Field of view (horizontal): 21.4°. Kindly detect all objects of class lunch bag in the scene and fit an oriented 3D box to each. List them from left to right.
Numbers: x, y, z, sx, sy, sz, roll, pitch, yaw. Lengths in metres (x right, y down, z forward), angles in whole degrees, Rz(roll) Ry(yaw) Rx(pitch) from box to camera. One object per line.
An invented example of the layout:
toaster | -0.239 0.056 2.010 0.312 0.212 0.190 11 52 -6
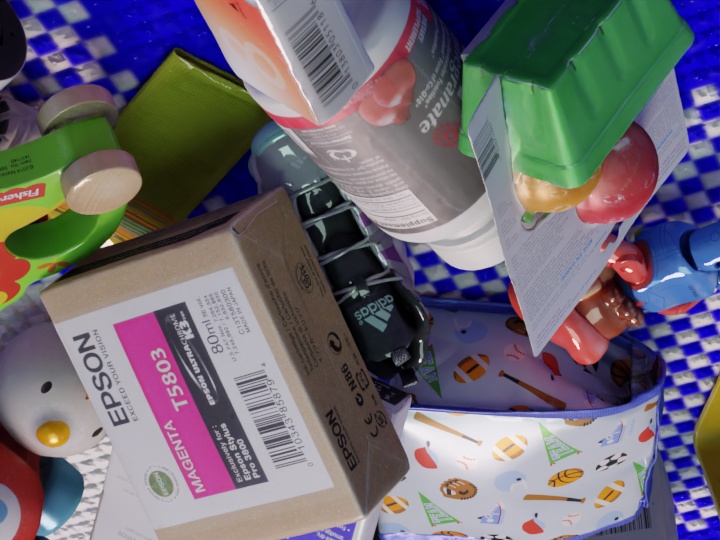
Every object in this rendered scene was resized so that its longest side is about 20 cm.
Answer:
lunch bag | 0.113 0.110 1.352 0.198 0.125 0.171 4 140 7

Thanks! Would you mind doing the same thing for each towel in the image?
towel | -0.135 -0.062 1.223 0.086 0.018 0.200 23 135 -27

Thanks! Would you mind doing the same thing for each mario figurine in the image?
mario figurine | 0.188 -0.017 1.242 0.198 0.106 0.124 -18 115 20

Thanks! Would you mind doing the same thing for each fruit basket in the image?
fruit basket | 0.125 -0.079 1.098 0.093 0.186 0.201 25 152 29

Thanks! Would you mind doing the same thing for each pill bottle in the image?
pill bottle | 0.027 -0.087 1.120 0.110 0.111 0.200 -22 136 25

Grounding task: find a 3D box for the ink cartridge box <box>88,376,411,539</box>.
ink cartridge box | -0.078 0.137 1.285 0.197 0.043 0.202 24 112 20

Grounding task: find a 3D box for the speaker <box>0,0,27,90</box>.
speaker | -0.284 -0.095 1.135 0.081 0.082 0.200 29 132 -31

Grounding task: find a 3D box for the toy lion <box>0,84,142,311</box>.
toy lion | -0.239 -0.016 1.141 0.198 0.069 0.192 -14 153 -20

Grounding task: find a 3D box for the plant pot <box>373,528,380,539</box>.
plant pot | -0.061 0.234 1.406 0.198 0.202 0.199 -8 154 9

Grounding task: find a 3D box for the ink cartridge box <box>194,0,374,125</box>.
ink cartridge box | -0.096 -0.174 0.965 0.199 0.050 0.163 29 159 39

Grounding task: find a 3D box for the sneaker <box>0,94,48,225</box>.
sneaker | -0.243 -0.029 1.221 0.084 0.078 0.200 21 137 -31

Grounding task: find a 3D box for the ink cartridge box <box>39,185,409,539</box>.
ink cartridge box | -0.085 0.068 1.186 0.164 0.075 0.201 -18 103 32

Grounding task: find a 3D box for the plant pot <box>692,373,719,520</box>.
plant pot | 0.369 0.136 1.343 0.175 0.201 0.201 -4 142 -14

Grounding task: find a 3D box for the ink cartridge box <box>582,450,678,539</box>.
ink cartridge box | 0.175 0.252 1.460 0.144 0.201 0.083 -11 140 13

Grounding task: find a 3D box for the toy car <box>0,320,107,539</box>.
toy car | -0.230 0.108 1.326 0.199 0.177 0.184 -36 118 20

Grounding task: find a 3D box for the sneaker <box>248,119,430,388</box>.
sneaker | 0.000 0.000 1.195 0.077 0.141 0.200 -27 139 8
